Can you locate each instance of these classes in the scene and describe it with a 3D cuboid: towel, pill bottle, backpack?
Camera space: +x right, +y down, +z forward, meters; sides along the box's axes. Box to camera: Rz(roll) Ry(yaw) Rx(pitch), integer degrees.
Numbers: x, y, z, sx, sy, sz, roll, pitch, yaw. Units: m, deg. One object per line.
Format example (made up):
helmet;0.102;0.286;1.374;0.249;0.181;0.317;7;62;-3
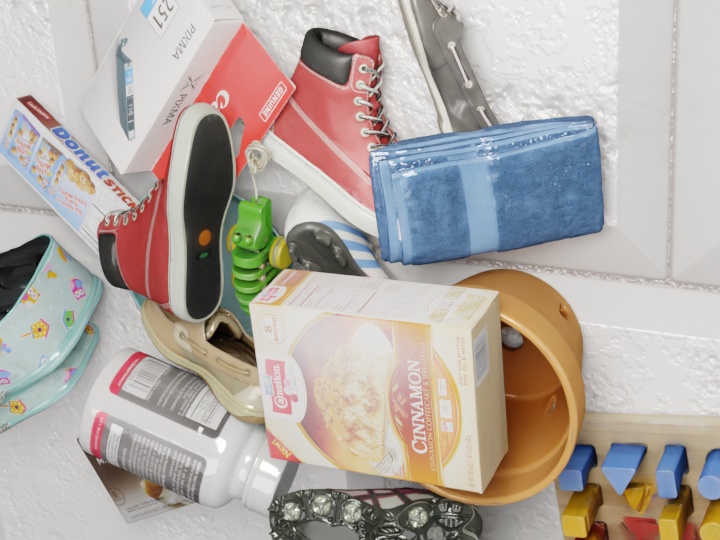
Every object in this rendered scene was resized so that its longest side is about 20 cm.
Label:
towel;0.109;-0.066;1.216;0.199;0.049;0.112;-10;114;-3
pill bottle;-0.160;0.160;1.379;0.199;0.111;0.111;23;122;10
backpack;-0.358;0.063;1.486;0.153;0.176;0.200;43;127;-20

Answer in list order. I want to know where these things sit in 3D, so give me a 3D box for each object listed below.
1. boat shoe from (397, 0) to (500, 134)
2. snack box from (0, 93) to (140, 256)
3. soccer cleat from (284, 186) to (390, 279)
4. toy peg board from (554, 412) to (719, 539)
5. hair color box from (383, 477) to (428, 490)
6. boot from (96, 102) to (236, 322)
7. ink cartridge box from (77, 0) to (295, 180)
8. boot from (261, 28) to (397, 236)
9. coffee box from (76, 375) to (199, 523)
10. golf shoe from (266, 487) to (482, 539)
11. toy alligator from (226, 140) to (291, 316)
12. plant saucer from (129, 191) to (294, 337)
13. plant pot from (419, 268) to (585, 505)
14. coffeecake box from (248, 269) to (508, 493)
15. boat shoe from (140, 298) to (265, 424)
boat shoe;0.079;-0.178;1.227;0.057;0.067;0.201;-19;111;1
snack box;-0.287;-0.086;1.439;0.200;0.024;0.072;44;126;16
soccer cleat;0.000;0.000;1.350;0.070;0.087;0.200;-20;128;24
toy peg board;0.269;0.243;1.317;0.199;0.098;0.200;-1;114;26
hair color box;0.002;0.132;1.387;0.200;0.061;0.099;38;157;3
boot;-0.190;-0.066;1.322;0.144;0.072;0.201;21;113;35
ink cartridge box;-0.166;-0.160;1.322;0.177;0.045;0.200;53;128;21
boot;0.016;-0.122;1.267;0.200;0.072;0.145;36;123;10
coffee box;-0.184;0.180;1.513;0.199;0.080;0.115;-21;103;31
golf shoe;0.014;0.237;1.331;0.199;0.088;0.078;2;96;10
toy alligator;-0.099;-0.022;1.325;0.059;0.054;0.201;16;132;24
plant saucer;-0.145;-0.002;1.432;0.199;0.036;0.201;11;119;20
plant pot;0.116;0.089;1.288;0.199;0.140;0.201;10;118;20
coffeecake box;0.016;0.090;1.208;0.199;0.073;0.154;6;117;24
boat shoe;-0.138;0.066;1.374;0.200;0.071;0.065;37;124;34
